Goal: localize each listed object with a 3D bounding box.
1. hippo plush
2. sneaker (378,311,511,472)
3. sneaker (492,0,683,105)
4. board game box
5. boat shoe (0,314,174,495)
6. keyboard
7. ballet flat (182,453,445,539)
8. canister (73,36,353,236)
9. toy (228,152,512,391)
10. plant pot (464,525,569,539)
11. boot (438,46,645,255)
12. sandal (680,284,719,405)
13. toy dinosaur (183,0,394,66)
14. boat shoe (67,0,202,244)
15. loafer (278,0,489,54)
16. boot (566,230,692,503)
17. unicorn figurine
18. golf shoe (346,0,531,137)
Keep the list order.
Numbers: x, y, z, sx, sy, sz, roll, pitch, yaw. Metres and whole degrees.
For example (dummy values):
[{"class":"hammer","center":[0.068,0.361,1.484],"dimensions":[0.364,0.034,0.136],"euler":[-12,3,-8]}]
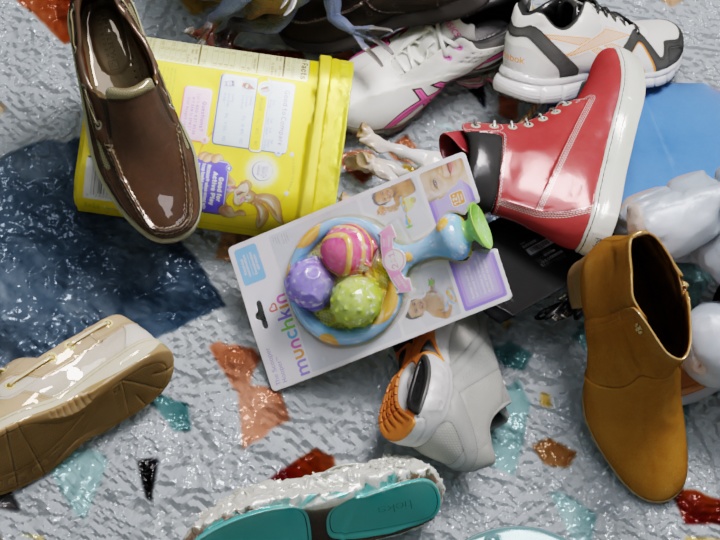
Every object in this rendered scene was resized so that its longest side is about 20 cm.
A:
[{"class":"hippo plush","center":[0.299,0.001,1.701],"dimensions":[0.199,0.159,0.162],"euler":[-15,95,18]},{"class":"sneaker","center":[0.074,0.073,1.705],"dimensions":[0.092,0.076,0.201],"euler":[36,43,-19]},{"class":"sneaker","center":[0.196,-0.190,1.862],"dimensions":[0.199,0.081,0.074],"euler":[-15,29,-40]},{"class":"board game box","center":[0.242,-0.090,1.850],"dimensions":[0.199,0.039,0.159],"euler":[-1,43,-13]},{"class":"boat shoe","center":[-0.231,0.095,1.626],"dimensions":[0.199,0.074,0.069],"euler":[-28,53,-27]},{"class":"keyboard","center":[0.139,0.002,1.753],"dimensions":[0.104,0.040,0.200],"euler":[46,39,15]},{"class":"ballet flat","center":[-0.038,0.172,1.619],"dimensions":[0.199,0.072,0.072],"euler":[-10,59,-19]},{"class":"canister","center":[-0.113,-0.102,1.749],"dimensions":[0.199,0.087,0.150],"euler":[8,79,-3]},{"class":"toy","center":[0.000,0.000,1.662],"dimensions":[0.199,0.047,0.116],"euler":[-21,78,14]},{"class":"plant pot","center":[0.091,0.267,1.495],"dimensions":[0.199,0.188,0.201],"euler":[5,55,-7]},{"class":"boot","center":[0.139,-0.113,1.757],"dimensions":[0.143,0.073,0.201],"euler":[19,51,-2]},{"class":"sandal","center":[0.303,0.038,1.767],"dimensions":[0.206,0.059,0.079],"euler":[-31,67,-27]},{"class":"toy dinosaur","center":[-0.058,-0.239,1.793],"dimensions":[0.181,0.105,0.200],"euler":[-44,58,12]},{"class":"boat shoe","center":[-0.172,-0.118,1.668],"dimensions":[0.074,0.075,0.203],"euler":[-22,82,-6]},{"class":"loafer","center":[0.015,-0.233,1.836],"dimensions":[0.199,0.072,0.073],"euler":[-12,32,28]},{"class":"boot","center":[0.207,0.073,1.638],"dimensions":[0.070,0.144,0.202],"euler":[-18,90,-13]},{"class":"unicorn figurine","center":[0.056,-0.070,1.783],"dimensions":[0.137,0.074,0.201],"euler":[21,45,-7]},{"class":"golf shoe","center":[0.053,-0.177,1.845],"dimensions":[0.199,0.092,0.073],"euler":[-28,68,-24]}]
